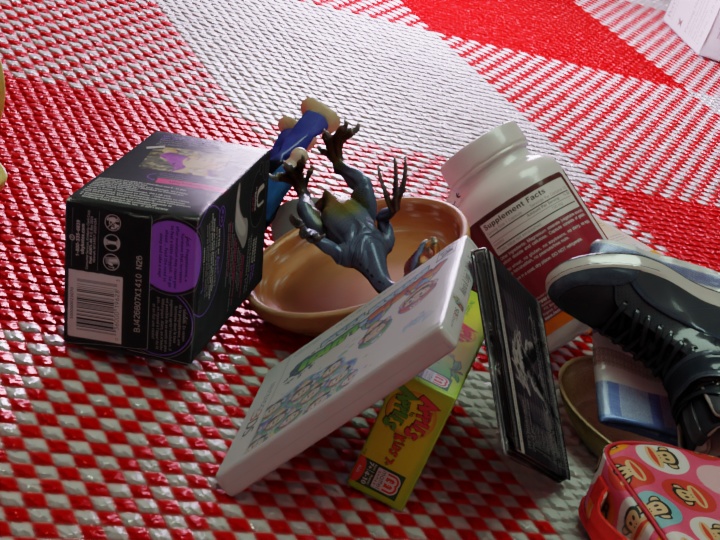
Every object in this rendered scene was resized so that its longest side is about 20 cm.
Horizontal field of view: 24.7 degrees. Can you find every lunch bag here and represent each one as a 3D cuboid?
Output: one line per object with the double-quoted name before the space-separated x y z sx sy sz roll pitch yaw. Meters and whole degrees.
"lunch bag" 0.249 0.207 1.212 0.175 0.082 0.200 12 25 -21

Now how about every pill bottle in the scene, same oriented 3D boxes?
"pill bottle" 0.161 -0.032 1.530 0.201 0.113 0.113 58 31 7

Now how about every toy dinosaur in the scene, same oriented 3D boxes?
"toy dinosaur" 0.009 -0.034 1.342 0.182 0.105 0.200 59 0 25

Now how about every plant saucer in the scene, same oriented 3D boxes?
"plant saucer" 0.257 0.142 1.423 0.199 0.036 0.200 19 23 -8
"plant saucer" 0.000 0.000 1.402 0.199 0.038 0.200 -14 27 7

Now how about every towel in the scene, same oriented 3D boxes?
"towel" 0.267 0.065 1.426 0.146 0.024 0.201 16 49 -13

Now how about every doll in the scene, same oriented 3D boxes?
"doll" -0.083 -0.076 1.489 0.048 0.136 0.200 41 49 -14

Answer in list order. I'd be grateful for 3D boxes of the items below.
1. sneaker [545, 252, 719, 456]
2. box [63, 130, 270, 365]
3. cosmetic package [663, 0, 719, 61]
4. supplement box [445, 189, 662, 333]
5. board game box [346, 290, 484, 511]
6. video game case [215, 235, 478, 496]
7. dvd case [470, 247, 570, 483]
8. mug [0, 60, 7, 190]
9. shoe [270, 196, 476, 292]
"sneaker" 0.246 0.072 1.348 0.201 0.077 0.147 17 48 -11
"box" -0.149 -0.023 1.295 0.105 0.123 0.200 10 20 10
"cosmetic package" 0.691 -0.482 3.039 0.166 0.168 0.200 14 23 -16
"supplement box" 0.190 -0.024 1.686 0.200 0.074 0.126 33 25 24
"board game box" 0.051 0.091 1.267 0.047 0.102 0.200 26 23 4
"video game case" -0.005 0.064 1.178 0.024 0.200 0.182 51 20 -11
"dvd case" 0.123 0.077 1.246 0.016 0.150 0.200 -12 -16 14
"mug" -0.387 -0.144 1.361 0.186 0.150 0.153 24 29 24
"shoe" 0.018 -0.013 1.528 0.199 0.072 0.091 17 0 15
